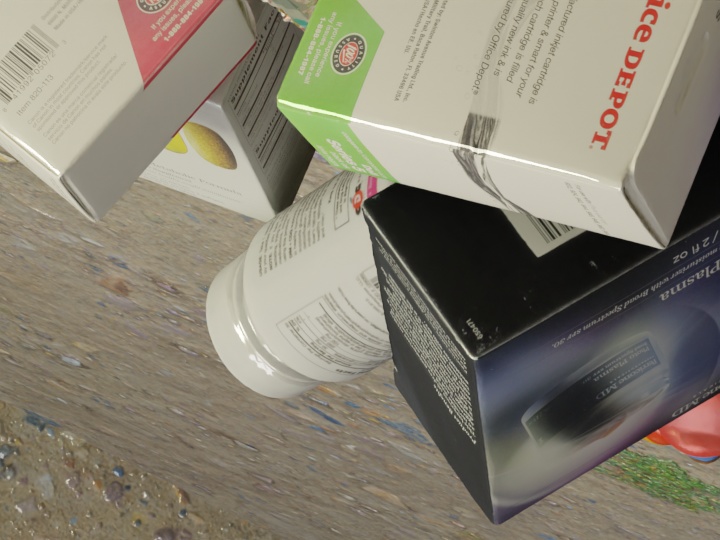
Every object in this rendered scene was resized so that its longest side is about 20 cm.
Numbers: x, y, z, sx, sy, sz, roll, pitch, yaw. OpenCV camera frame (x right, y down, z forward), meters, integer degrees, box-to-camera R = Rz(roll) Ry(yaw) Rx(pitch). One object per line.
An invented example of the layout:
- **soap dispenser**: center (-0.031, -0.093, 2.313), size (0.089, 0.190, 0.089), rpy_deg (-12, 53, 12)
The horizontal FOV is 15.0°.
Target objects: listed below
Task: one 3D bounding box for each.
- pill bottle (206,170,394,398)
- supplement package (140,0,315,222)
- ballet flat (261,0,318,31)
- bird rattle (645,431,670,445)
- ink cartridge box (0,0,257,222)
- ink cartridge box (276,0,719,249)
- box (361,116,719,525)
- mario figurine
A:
- **pill bottle**: center (0.000, 0.000, 1.661), size (0.113, 0.114, 0.200), rpy_deg (30, 141, -27)
- **supplement package**: center (-0.093, -0.124, 1.652), size (0.113, 0.110, 0.200), rpy_deg (19, 165, 15)
- **ballet flat**: center (-0.023, -0.167, 1.516), size (0.200, 0.076, 0.064), rpy_deg (43, -174, -43)
- **bird rattle**: center (0.213, 0.085, 2.037), size (0.162, 0.113, 0.200), rpy_deg (17, 156, -27)
- **ink cartridge box**: center (-0.180, -0.149, 1.523), size (0.200, 0.147, 0.083), rpy_deg (39, 172, 18)
- **ink cartridge box**: center (0.081, -0.109, 1.367), size (0.199, 0.146, 0.084), rpy_deg (16, 164, 28)
- **box**: center (0.122, 0.009, 1.499), size (0.123, 0.199, 0.199), rpy_deg (55, 168, 29)
- **mario figurine**: center (0.223, 0.060, 1.681), size (0.106, 0.123, 0.200), rpy_deg (52, -179, 17)
